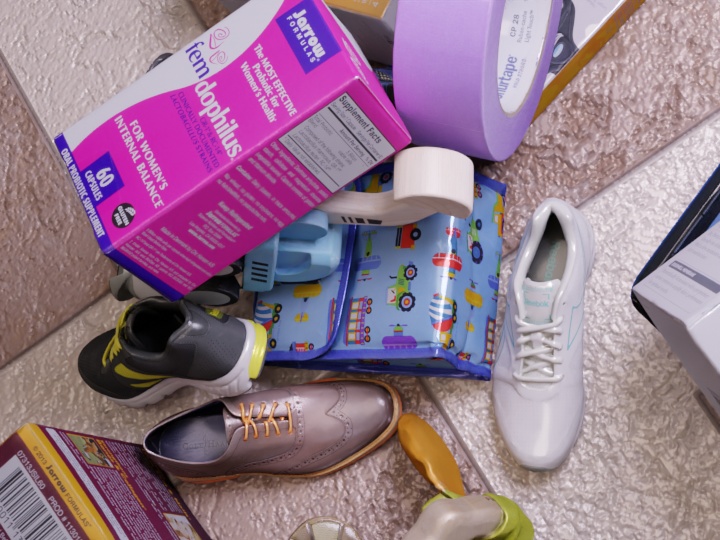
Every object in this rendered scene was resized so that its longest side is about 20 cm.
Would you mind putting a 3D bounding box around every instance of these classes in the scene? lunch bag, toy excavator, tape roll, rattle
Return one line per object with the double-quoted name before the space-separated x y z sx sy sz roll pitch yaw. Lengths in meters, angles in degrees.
"lunch bag" 0.000 0.000 1.133 0.199 0.094 0.152 -1 75 30
"toy excavator" -0.030 -0.044 1.064 0.198 0.195 0.101 3 71 -6
"tape roll" 0.087 -0.180 1.035 0.065 0.200 0.202 13 82 17
"rattle" 0.028 0.228 1.075 0.142 0.130 0.201 32 114 30

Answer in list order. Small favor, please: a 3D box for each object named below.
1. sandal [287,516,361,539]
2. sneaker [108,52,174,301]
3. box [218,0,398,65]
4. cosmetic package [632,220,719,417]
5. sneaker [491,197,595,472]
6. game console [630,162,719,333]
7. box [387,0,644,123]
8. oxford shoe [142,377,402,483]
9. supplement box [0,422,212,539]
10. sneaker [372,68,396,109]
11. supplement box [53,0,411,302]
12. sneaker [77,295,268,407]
"sandal" -0.053 0.271 1.092 0.080 0.054 0.201 24 93 0
"sneaker" -0.140 -0.071 1.188 0.088 0.074 0.202 6 90 18
"box" -0.017 -0.246 1.151 0.199 0.097 0.125 20 81 32
"cosmetic package" 0.320 0.039 0.953 0.200 0.123 0.200 -37 103 1
"sneaker" 0.128 0.044 1.079 0.070 0.080 0.202 3 80 15
"game console" 0.312 -0.003 1.021 0.201 0.171 0.118 -54 44 -1
"box" 0.112 -0.181 1.154 0.200 0.041 0.119 -47 70 5
"oxford shoe" -0.067 0.122 1.121 0.199 0.073 0.072 -15 74 12
"supplement box" -0.196 0.186 1.076 0.086 0.200 0.111 -41 71 5
"sneaker" -0.024 -0.131 1.130 0.199 0.075 0.079 -2 52 46
"supplement box" -0.083 -0.085 0.979 0.199 0.103 0.102 -33 61 7
"sneaker" -0.157 0.051 1.126 0.199 0.084 0.075 -10 55 42
